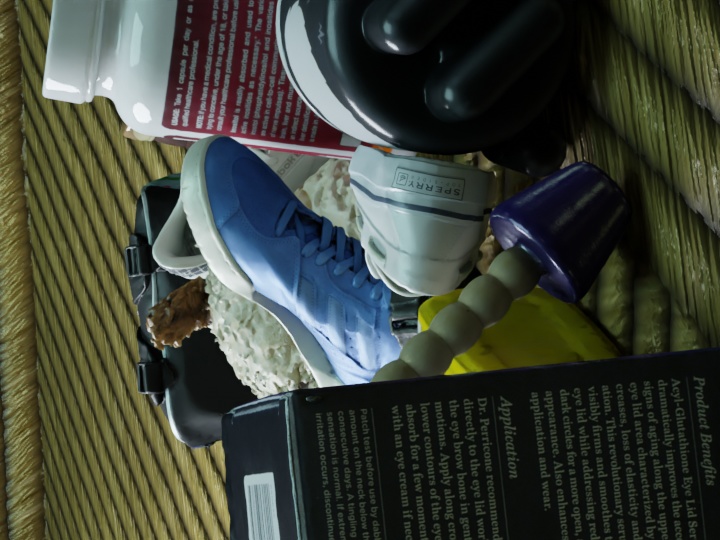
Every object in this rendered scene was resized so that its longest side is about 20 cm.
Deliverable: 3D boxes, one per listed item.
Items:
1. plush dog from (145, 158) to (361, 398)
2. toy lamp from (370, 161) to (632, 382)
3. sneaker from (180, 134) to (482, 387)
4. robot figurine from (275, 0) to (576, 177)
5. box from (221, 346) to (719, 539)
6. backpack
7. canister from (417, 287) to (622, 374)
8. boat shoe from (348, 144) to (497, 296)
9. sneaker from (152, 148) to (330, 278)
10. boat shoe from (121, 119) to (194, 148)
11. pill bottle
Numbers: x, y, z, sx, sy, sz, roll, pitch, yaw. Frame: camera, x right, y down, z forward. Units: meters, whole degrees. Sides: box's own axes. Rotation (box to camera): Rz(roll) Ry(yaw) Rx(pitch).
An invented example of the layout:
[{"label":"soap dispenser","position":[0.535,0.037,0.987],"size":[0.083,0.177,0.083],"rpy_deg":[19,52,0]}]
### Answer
[{"label":"plush dog","position":[-0.012,0.053,1.614],"size":[0.172,0.160,0.200],"rpy_deg":[54,159,14]},{"label":"toy lamp","position":[0.039,0.030,1.243],"size":[0.058,0.200,0.058],"rpy_deg":[44,170,10]},{"label":"sneaker","position":[0.000,-0.001,1.464],"size":[0.200,0.111,0.077],"rpy_deg":[56,-143,-18]},{"label":"robot figurine","position":[0.028,-0.115,1.347],"size":[0.200,0.125,0.150],"rpy_deg":[-159,64,-75]},{"label":"box","position":[0.057,0.093,1.140],"size":[0.148,0.200,0.104],"rpy_deg":[156,107,-76]},{"label":"backpack","position":[-0.078,0.019,1.814],"size":[0.200,0.150,0.178],"rpy_deg":[180,82,-82]},{"label":"canister","position":[0.074,0.122,1.344],"size":[0.149,0.087,0.200],"rpy_deg":[-126,34,-67]},{"label":"boat shoe","position":[0.024,-0.021,1.358],"size":[0.200,0.074,0.067],"rpy_deg":[-19,-59,-86]},{"label":"sneaker","position":[-0.046,-0.074,1.638],"size":[0.076,0.080,0.200],"rpy_deg":[41,112,24]},{"label":"boat shoe","position":[-0.075,-0.146,1.646],"size":[0.072,0.072,0.200],"rpy_deg":[-86,20,-52]},{"label":"pill bottle","position":[-0.063,-0.123,1.504],"size":[0.113,0.200,0.113],"rpy_deg":[-173,90,-84]}]
